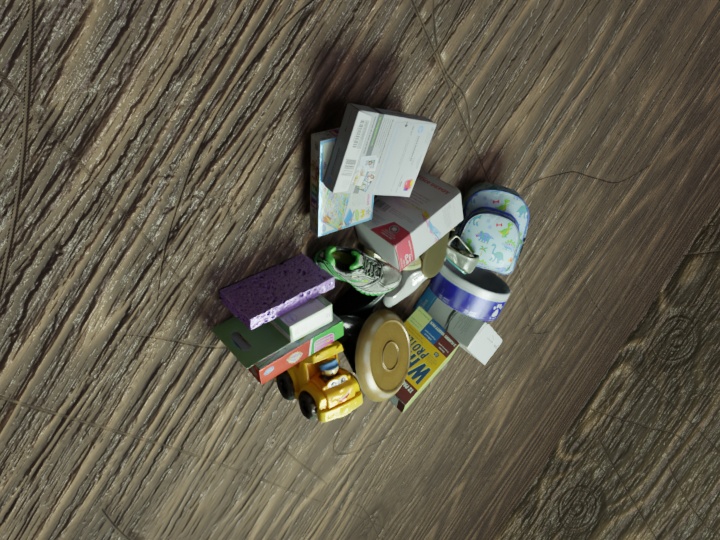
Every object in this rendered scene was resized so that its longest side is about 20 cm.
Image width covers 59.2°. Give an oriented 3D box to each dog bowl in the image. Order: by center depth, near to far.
[{"bbox_3d":[0.276,0.042,1.610,0.198,0.199,0.080,1,119,-46],"label":"dog bowl"}]

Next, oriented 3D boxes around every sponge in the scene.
[{"bbox_3d":[-0.159,0.037,1.222,0.198,0.111,0.030,-26,133,-32],"label":"sponge"}]

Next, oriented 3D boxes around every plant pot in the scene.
[{"bbox_3d":[0.058,0.188,1.397,0.198,0.027,0.205,-2,93,-52],"label":"plant pot"}]

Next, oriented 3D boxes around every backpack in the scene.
[{"bbox_3d":[0.321,-0.102,1.554,0.147,0.179,0.204,-64,169,-71],"label":"backpack"}]

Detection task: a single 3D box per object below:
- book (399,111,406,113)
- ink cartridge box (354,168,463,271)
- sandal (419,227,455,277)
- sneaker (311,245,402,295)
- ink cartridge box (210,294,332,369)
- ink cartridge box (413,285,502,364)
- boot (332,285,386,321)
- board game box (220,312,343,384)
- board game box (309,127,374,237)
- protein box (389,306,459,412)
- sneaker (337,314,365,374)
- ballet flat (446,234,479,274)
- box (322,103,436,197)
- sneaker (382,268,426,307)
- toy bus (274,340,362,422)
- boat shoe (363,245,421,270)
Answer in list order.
[{"bbox_3d":[0.025,-0.222,1.282,0.198,0.048,0.135,-28,136,-27],"label":"book"},{"bbox_3d":[0.103,-0.113,1.359,0.199,0.147,0.087,-36,138,-20],"label":"ink cartridge box"},{"bbox_3d":[0.156,-0.069,1.421,0.078,0.069,0.214,54,50,-39],"label":"sandal"},{"bbox_3d":[0.000,0.000,1.315,0.196,0.085,0.080,12,73,-22],"label":"sneaker"},{"bbox_3d":[-0.172,0.089,1.219,0.198,0.145,0.049,-26,133,-31],"label":"ink cartridge box"},{"bbox_3d":[0.255,0.142,1.658,0.084,0.199,0.145,-52,142,-2],"label":"ink cartridge box"},{"bbox_3d":[0.020,0.104,1.458,0.197,0.074,0.162,-39,137,15],"label":"boot"},{"bbox_3d":[-0.155,0.120,1.255,0.198,0.152,0.041,-28,135,-28],"label":"board game box"},{"bbox_3d":[-0.032,-0.174,1.213,0.133,0.034,0.203,-19,132,-29],"label":"board game box"},{"bbox_3d":[0.125,0.227,1.582,0.199,0.135,0.200,-46,167,-11],"label":"protein box"},{"bbox_3d":[-0.005,0.175,1.394,0.075,0.092,0.201,-22,129,21],"label":"sneaker"},{"bbox_3d":[0.193,-0.067,1.485,0.198,0.068,0.064,33,107,-10],"label":"ballet flat"},{"bbox_3d":[0.038,-0.219,1.182,0.197,0.041,0.158,-3,123,-39],"label":"box"},{"bbox_3d":[0.127,0.016,1.553,0.199,0.075,0.089,-36,151,-13],"label":"sneaker"},{"bbox_3d":[-0.090,0.191,1.347,0.134,0.199,0.196,-17,121,-34],"label":"toy bus"},{"bbox_3d":[0.086,-0.042,1.457,0.198,0.073,0.064,-9,126,-32],"label":"boat shoe"}]
